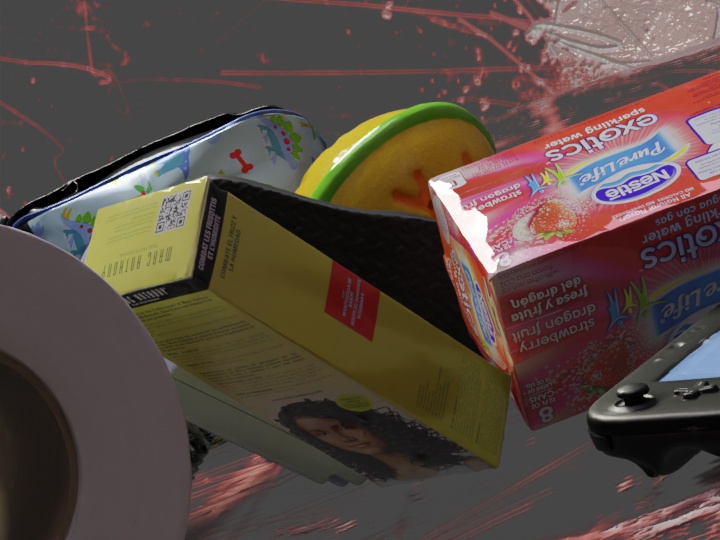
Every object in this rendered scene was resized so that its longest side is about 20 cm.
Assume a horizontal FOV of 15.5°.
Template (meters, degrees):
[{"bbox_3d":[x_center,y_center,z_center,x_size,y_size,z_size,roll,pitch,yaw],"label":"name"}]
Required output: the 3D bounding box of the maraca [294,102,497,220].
[{"bbox_3d":[0.003,-0.006,1.476,0.200,0.137,0.107,-50,47,-2],"label":"maraca"}]

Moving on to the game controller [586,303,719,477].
[{"bbox_3d":[0.172,0.035,1.091,0.104,0.042,0.200,-16,8,32],"label":"game controller"}]

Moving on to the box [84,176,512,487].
[{"bbox_3d":[-0.025,0.031,1.147,0.075,0.050,0.200,-15,-37,42],"label":"box"}]

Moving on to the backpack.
[{"bbox_3d":[-0.094,0.000,1.643,0.199,0.147,0.183,-28,-14,8],"label":"backpack"}]

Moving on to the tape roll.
[{"bbox_3d":[-0.183,0.082,1.064,0.202,0.204,0.139,-22,7,-21],"label":"tape roll"}]

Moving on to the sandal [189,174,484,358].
[{"bbox_3d":[0.000,-0.001,1.342,0.200,0.076,0.048,21,4,-3],"label":"sandal"}]

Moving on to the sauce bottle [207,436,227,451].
[{"bbox_3d":[-0.111,0.079,1.506,0.199,0.066,0.066,-22,7,-24],"label":"sauce bottle"}]

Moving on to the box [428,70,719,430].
[{"bbox_3d":[0.145,-0.017,1.252,0.199,0.096,0.100,-21,33,-7],"label":"box"}]

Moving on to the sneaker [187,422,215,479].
[{"bbox_3d":[-0.139,0.119,1.271,0.099,0.070,0.200,-39,6,27],"label":"sneaker"}]

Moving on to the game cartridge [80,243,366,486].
[{"bbox_3d":[-0.075,0.036,1.312,0.042,0.133,0.200,-55,24,7],"label":"game cartridge"}]
